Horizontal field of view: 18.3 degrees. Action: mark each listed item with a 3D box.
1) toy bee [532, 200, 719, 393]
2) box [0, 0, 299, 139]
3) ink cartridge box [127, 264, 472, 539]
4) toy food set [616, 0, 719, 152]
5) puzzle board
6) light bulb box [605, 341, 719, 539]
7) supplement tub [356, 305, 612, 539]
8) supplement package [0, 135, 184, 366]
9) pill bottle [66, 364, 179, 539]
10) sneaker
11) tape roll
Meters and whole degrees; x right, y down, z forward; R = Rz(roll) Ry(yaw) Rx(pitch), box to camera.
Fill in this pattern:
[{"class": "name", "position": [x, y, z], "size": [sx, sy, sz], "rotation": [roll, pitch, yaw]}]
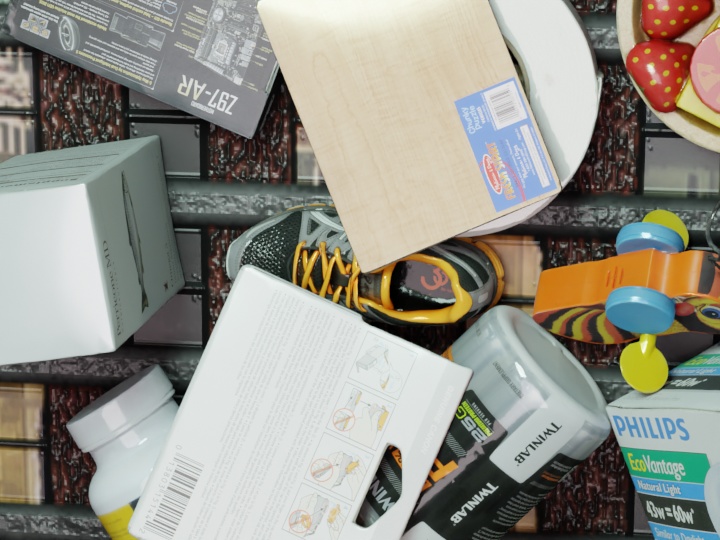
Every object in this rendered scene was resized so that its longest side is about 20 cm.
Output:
[{"class": "toy bee", "position": [0.216, 0.024, 1.517], "size": [0.108, 0.199, 0.132], "rotation": [31, 80, -29]}, {"class": "box", "position": [-0.134, -0.205, 1.568], "size": [0.199, 0.044, 0.161], "rotation": [22, 105, 4]}, {"class": "ink cartridge box", "position": [-0.040, 0.122, 1.529], "size": [0.175, 0.045, 0.201], "rotation": [24, 89, 4]}, {"class": "toy food set", "position": [0.272, -0.173, 1.504], "size": [0.197, 0.049, 0.201], "rotation": [26, 105, 3]}, {"class": "puzzle board", "position": [0.033, -0.118, 1.522], "size": [0.150, 0.017, 0.201], "rotation": [-22, 90, 8]}, {"class": "light bulb box", "position": [0.291, 0.157, 1.483], "size": [0.124, 0.198, 0.201], "rotation": [-25, 99, -24]}, {"class": "supplement tub", "position": [0.069, 0.132, 1.566], "size": [0.123, 0.123, 0.200], "rotation": [44, 105, -2]}, {"class": "supplement package", "position": [-0.206, -0.016, 1.540], "size": [0.116, 0.200, 0.118], "rotation": [-6, 102, 11]}, {"class": "pill bottle", "position": [-0.126, 0.174, 1.614], "size": [0.112, 0.112, 0.201], "rotation": [-31, 96, 14]}, {"class": "sneaker", "position": [0.000, 0.000, 1.574], "size": [0.198, 0.077, 0.079], "rotation": [3, 104, 10]}, {"class": "tape roll", "position": [0.068, -0.124, 1.555], "size": [0.201, 0.037, 0.205], "rotation": [2, 102, 8]}]
